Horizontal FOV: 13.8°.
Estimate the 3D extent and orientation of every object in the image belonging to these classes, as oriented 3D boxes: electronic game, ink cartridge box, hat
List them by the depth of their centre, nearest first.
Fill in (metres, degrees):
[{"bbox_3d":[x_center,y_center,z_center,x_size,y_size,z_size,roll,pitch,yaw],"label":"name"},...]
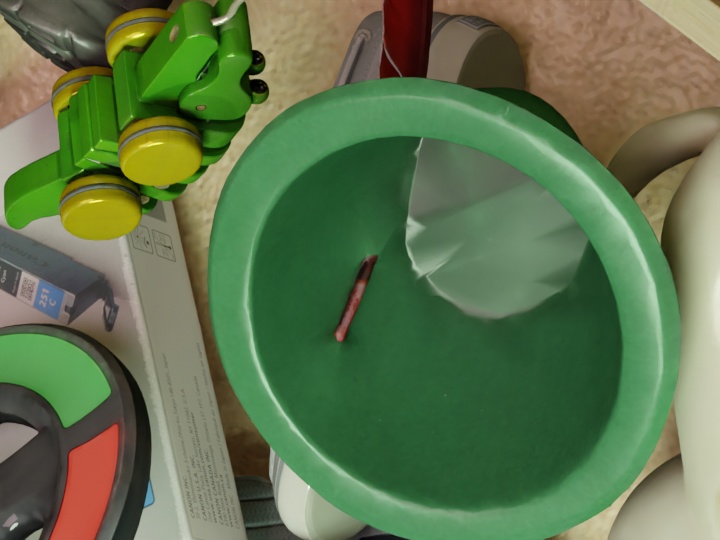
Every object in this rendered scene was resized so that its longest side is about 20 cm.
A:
[{"bbox_3d":[0.051,-0.031,1.040,0.165,0.176,0.201,12,121,14],"label":"hat"},{"bbox_3d":[-0.157,0.104,1.070,0.199,0.201,0.042,-21,131,29],"label":"electronic game"},{"bbox_3d":[-0.140,0.052,1.165,0.176,0.045,0.201,-28,63,28],"label":"ink cartridge box"}]

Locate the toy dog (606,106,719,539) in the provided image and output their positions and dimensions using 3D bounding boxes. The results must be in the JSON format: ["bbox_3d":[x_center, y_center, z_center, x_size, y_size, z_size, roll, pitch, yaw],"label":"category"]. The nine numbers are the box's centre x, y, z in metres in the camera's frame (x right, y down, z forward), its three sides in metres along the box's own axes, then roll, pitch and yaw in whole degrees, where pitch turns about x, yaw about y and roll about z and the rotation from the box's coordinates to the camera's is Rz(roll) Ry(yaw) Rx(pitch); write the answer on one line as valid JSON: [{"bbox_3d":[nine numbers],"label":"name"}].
[{"bbox_3d":[0.144,0.059,1.000,0.193,0.139,0.201,23,112,18],"label":"toy dog"}]

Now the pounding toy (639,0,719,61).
[{"bbox_3d":[0.232,-0.127,0.943,0.184,0.142,0.200,40,120,23],"label":"pounding toy"}]

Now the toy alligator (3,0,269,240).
[{"bbox_3d":[-0.061,-0.064,1.069,0.200,0.054,0.060,-40,48,42],"label":"toy alligator"}]

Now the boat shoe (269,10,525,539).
[{"bbox_3d":[0.000,-0.001,1.098,0.071,0.070,0.202,16,87,35],"label":"boat shoe"}]

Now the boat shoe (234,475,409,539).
[{"bbox_3d":[-0.013,0.125,1.132,0.199,0.074,0.067,-3,134,40],"label":"boat shoe"}]

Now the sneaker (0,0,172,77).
[{"bbox_3d":[-0.137,-0.149,1.162,0.200,0.076,0.091,36,86,28],"label":"sneaker"}]
